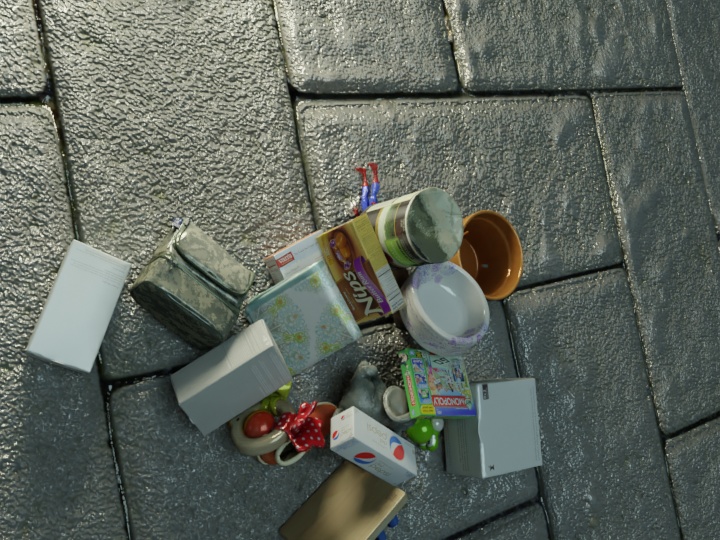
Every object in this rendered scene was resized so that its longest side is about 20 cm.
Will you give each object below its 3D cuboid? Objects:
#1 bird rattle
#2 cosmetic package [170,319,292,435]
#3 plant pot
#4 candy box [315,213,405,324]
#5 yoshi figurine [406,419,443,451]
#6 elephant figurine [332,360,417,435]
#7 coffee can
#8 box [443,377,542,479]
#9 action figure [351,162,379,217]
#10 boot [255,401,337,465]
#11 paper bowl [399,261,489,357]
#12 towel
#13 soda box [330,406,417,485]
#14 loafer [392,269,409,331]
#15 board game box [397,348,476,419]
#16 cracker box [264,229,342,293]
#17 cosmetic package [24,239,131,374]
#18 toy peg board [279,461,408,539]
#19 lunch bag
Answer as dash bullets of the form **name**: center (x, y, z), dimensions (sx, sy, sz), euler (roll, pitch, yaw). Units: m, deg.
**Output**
- **bird rattle**: center (-0.162, 0.290, 1.280), dimensions (0.160, 0.200, 0.115), euler (-29, 130, -17)
- **cosmetic package**: center (-0.235, 0.197, 1.254), dimensions (0.196, 0.091, 0.108), euler (-28, 131, -7)
- **plant pot**: center (0.266, -0.025, 1.611), dimensions (0.195, 0.139, 0.207), euler (6, 79, -29)
- **candy box**: center (0.000, 0.000, 1.402), dimensions (0.056, 0.115, 0.205), euler (-29, 98, -47)
- **yoshi figurine**: center (0.145, 0.296, 1.515), dimensions (0.108, 0.112, 0.207), euler (4, 82, -17)
- **elephant figurine**: center (0.061, 0.284, 1.405), dimensions (0.196, 0.142, 0.158), euler (30, 81, 4)
- **coffee can**: center (0.097, -0.080, 1.413), dimensions (0.143, 0.198, 0.152), euler (3, 83, -31)
- **box**: center (0.300, 0.355, 1.572), dimensions (0.195, 0.129, 0.206), euler (1, 82, -34)
- **action figure**: center (0.020, -0.133, 1.527), dimensions (0.051, 0.064, 0.207), euler (1, 80, -52)
- **boot**: center (-0.107, 0.327, 1.355), dimensions (0.197, 0.106, 0.077), euler (-27, 97, -33)
- **paper bowl**: center (0.169, 0.088, 1.456), dimensions (0.196, 0.105, 0.205), euler (17, 49, -21)
- **towel**: center (-0.118, 0.100, 1.357), dimensions (0.197, 0.048, 0.174), euler (-29, 97, 13)
- **soda box**: center (0.028, 0.345, 1.333), dimensions (0.199, 0.063, 0.069), euler (40, 33, -34)
- **loafer**: center (0.094, 0.033, 1.539), dimensions (0.072, 0.070, 0.205), euler (-24, 95, -31)
- **board game box**: center (0.163, 0.240, 1.434), dimensions (0.197, 0.029, 0.138), euler (13, 58, -46)
- **cracker box**: center (-0.099, 0.036, 1.432), dimensions (0.132, 0.057, 0.205), euler (-28, 98, -32)
- **cosmetic package**: center (-0.488, 0.066, 1.185), dimensions (0.111, 0.081, 0.205), euler (26, 71, -24)
- **toy peg board**: center (-0.020, 0.507, 1.338), dimensions (0.199, 0.197, 0.100), euler (-40, 118, -28)
- **lunch bag**: center (-0.305, 0.020, 1.272), dimensions (0.199, 0.138, 0.170), euler (39, 55, -18)
